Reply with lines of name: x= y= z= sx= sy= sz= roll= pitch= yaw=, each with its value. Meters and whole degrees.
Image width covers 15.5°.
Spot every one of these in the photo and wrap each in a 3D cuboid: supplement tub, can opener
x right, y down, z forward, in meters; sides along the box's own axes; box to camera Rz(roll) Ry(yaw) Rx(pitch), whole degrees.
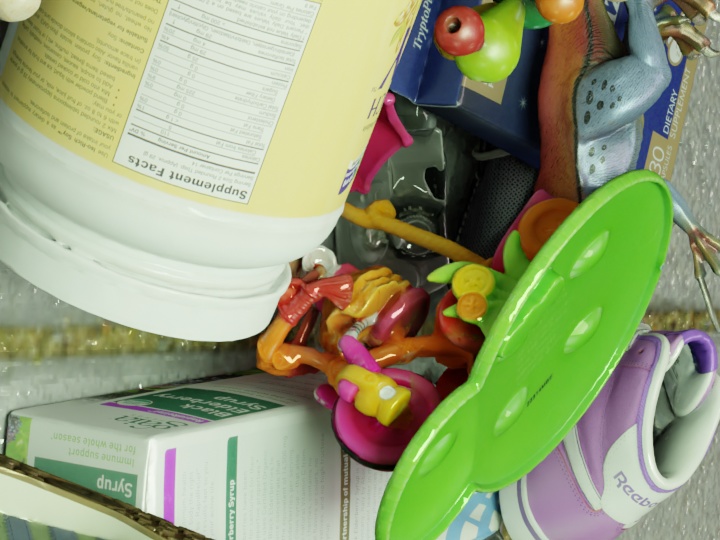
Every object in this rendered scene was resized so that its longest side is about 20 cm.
supplement tub: x=-0.057 y=-0.090 z=0.994 sx=0.145 sy=0.145 sz=0.201 roll=-7 pitch=124 yaw=-54
can opener: x=0.012 y=-0.084 z=1.228 sx=0.067 sy=0.053 sz=0.201 roll=-75 pitch=162 yaw=-77

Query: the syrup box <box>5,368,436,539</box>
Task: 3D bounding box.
syrup box: x=-0.055 y=0.091 z=1.120 sx=0.200 sy=0.078 sz=0.082 roll=-6 pitch=100 yaw=-54

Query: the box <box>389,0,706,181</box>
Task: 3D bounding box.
box: x=0.089 y=-0.112 z=1.228 sx=0.200 sy=0.032 sz=0.122 roll=23 pitch=78 yaw=-45

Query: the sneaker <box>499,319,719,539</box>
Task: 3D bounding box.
sneaker: x=0.129 y=0.038 z=1.257 sx=0.073 sy=0.114 sz=0.201 roll=29 pitch=44 yaw=-29

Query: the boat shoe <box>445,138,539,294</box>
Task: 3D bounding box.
boat shoe: x=0.075 y=-0.076 z=1.299 sx=0.093 sy=0.074 sz=0.200 roll=47 pitch=55 yaw=-32

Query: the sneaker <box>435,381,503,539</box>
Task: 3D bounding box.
sneaker: x=0.043 y=0.099 z=1.270 sx=0.073 sy=0.072 sz=0.200 roll=48 pitch=37 yaw=-3

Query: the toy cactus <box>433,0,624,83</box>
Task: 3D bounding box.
toy cactus: x=0.071 y=-0.155 z=1.081 sx=0.165 sy=0.102 sz=0.201 roll=40 pitch=47 yaw=-56

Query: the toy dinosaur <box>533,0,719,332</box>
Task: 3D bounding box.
toy dinosaur: x=0.097 y=-0.047 z=1.194 sx=0.182 sy=0.200 sz=0.105 roll=-52 pitch=-179 yaw=-12

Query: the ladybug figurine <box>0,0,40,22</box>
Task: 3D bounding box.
ladybug figurine: x=-0.149 y=-0.172 z=0.906 sx=0.135 sy=0.072 sz=0.201 roll=-10 pitch=73 yaw=-22

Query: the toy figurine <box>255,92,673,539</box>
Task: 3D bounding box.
toy figurine: x=0.000 y=0.000 z=1.103 sx=0.200 sy=0.184 sz=0.150 roll=-46 pitch=154 yaw=-27

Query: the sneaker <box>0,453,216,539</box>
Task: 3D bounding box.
sneaker: x=-0.108 y=0.129 z=0.984 sx=0.067 sy=0.199 sz=0.090 roll=138 pitch=-26 yaw=-89
